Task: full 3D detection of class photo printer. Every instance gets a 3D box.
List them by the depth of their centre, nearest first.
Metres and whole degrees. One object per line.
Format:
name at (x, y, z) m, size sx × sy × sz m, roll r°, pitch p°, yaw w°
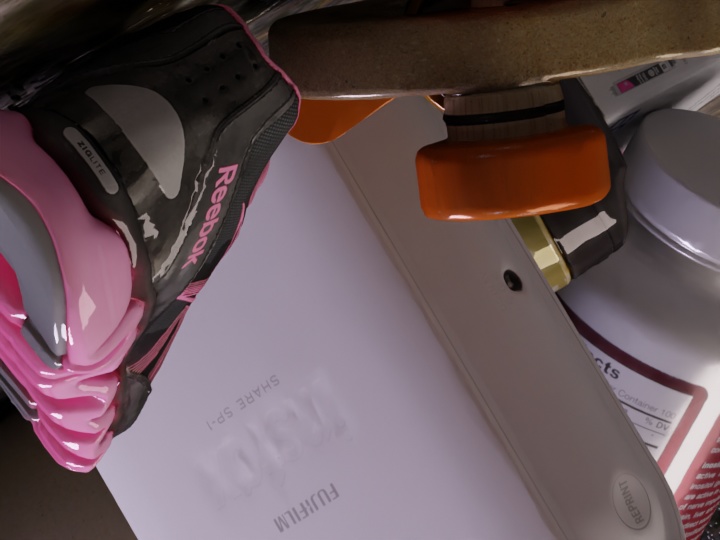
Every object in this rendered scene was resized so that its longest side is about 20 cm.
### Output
photo printer at (-0.002, 0.053, 0.917) m, size 0.166 × 0.201 × 0.069 m, roll -34°, pitch 174°, yaw 40°

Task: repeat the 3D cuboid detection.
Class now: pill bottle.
pill bottle at (0.107, 0.042, 1.195) m, size 0.113 × 0.113 × 0.201 m, roll -23°, pitch 144°, yaw -57°

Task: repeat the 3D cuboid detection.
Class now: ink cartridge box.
ink cartridge box at (0.110, -0.072, 1.259) m, size 0.199 × 0.043 × 0.196 m, roll -26°, pitch 172°, yaw -34°

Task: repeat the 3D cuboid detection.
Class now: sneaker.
sneaker at (-0.058, -0.012, 0.743) m, size 0.095 × 0.079 × 0.200 m, roll -41°, pitch 179°, yaw -16°

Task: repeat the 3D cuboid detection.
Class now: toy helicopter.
toy helicopter at (0.063, -0.067, 0.792) m, size 0.199 × 0.079 × 0.132 m, roll -13°, pitch -171°, yaw -34°

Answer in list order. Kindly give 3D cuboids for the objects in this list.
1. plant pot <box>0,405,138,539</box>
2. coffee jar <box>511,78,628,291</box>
plant pot at (-0.046, 0.085, 1.186) m, size 0.200 × 0.188 × 0.187 m, roll -43°, pitch 169°, yaw 29°
coffee jar at (0.000, 0.000, 1.051) m, size 0.199 × 0.086 × 0.104 m, roll -32°, pitch 176°, yaw 1°
